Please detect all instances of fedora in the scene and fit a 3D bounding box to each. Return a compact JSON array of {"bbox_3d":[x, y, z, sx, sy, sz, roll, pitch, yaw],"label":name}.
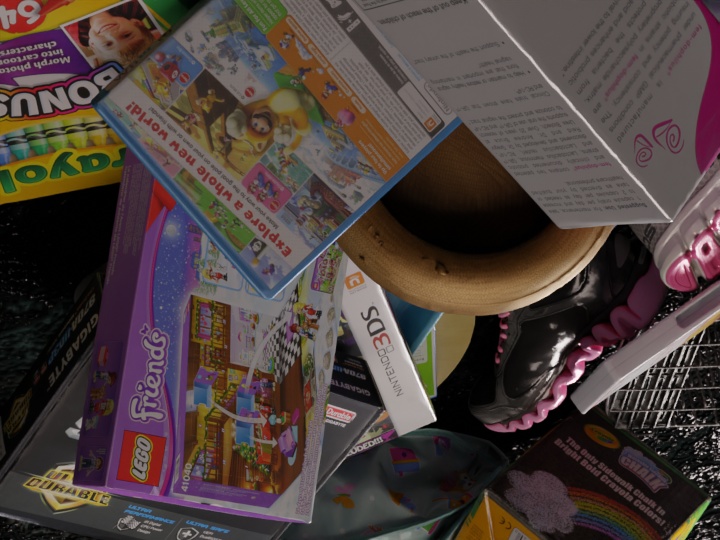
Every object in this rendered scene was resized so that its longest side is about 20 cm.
[{"bbox_3d":[0.055,-0.074,1.078,0.199,0.202,0.082,-7,179,-5],"label":"fedora"}]

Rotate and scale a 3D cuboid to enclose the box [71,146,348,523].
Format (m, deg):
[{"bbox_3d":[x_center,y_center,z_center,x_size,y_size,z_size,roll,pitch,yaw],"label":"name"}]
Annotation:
[{"bbox_3d":[-0.077,0.030,1.050,0.136,0.201,0.039,16,168,-36],"label":"box"}]

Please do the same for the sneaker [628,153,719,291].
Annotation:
[{"bbox_3d":[0.228,-0.088,1.157,0.074,0.087,0.200,16,115,-52],"label":"sneaker"}]

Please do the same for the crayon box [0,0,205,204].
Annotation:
[{"bbox_3d":[-0.175,-0.115,1.028,0.199,0.059,0.173,-11,143,-2],"label":"crayon box"}]

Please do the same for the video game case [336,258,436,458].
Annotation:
[{"bbox_3d":[-0.067,0.070,1.188,0.199,0.036,0.182,-23,137,0],"label":"video game case"}]

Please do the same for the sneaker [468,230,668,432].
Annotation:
[{"bbox_3d":[0.122,0.032,1.301,0.095,0.079,0.200,29,129,-15],"label":"sneaker"}]

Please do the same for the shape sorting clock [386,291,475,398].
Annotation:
[{"bbox_3d":[-0.019,0.045,1.292,0.199,0.039,0.201,-9,132,-10],"label":"shape sorting clock"}]

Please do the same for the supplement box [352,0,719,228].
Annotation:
[{"bbox_3d":[0.095,-0.125,0.962,0.200,0.101,0.103,46,158,-20],"label":"supplement box"}]

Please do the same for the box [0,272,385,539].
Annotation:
[{"bbox_3d":[-0.109,0.097,1.135,0.199,0.046,0.159,20,121,-34],"label":"box"}]

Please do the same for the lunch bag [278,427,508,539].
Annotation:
[{"bbox_3d":[0.007,0.203,1.442,0.199,0.122,0.171,-7,142,-19],"label":"lunch bag"}]

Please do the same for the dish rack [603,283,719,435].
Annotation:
[{"bbox_3d":[0.275,0.061,1.380,0.199,0.055,0.154,-2,141,-8],"label":"dish rack"}]

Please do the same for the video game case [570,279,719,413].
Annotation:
[{"bbox_3d":[0.229,0.022,1.233,0.199,0.017,0.143,-34,171,-9],"label":"video game case"}]

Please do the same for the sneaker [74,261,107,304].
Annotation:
[{"bbox_3d":[-0.102,0.008,1.192,0.076,0.081,0.200,23,130,-35],"label":"sneaker"}]

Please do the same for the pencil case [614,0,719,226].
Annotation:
[{"bbox_3d":[0.155,-0.095,1.114,0.083,0.091,0.200,-34,166,-45],"label":"pencil case"}]

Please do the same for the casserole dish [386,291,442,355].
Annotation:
[{"bbox_3d":[0.000,0.000,1.206,0.121,0.039,0.200,15,125,-28],"label":"casserole dish"}]

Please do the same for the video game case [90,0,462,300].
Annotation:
[{"bbox_3d":[-0.022,-0.102,0.999,0.200,0.018,0.143,-43,113,-5],"label":"video game case"}]

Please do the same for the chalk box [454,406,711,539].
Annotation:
[{"bbox_3d":[0.167,0.196,1.426,0.200,0.125,0.124,-30,152,-47],"label":"chalk box"}]
